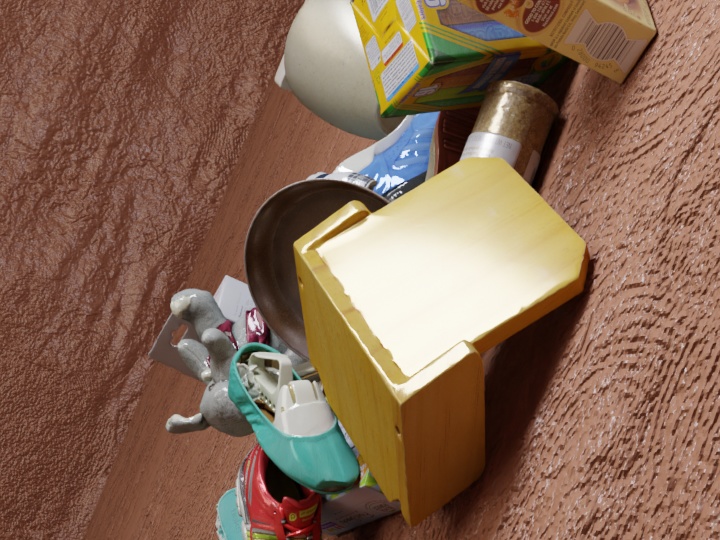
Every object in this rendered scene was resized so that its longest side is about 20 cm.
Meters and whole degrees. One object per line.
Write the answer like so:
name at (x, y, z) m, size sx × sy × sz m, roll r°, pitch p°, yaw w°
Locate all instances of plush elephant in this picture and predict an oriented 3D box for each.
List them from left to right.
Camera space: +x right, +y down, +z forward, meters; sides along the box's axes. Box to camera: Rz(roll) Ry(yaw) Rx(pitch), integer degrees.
plush elephant at (-0.122, 0.102, 1.332) m, size 0.155 × 0.163 × 0.202 m, roll -43°, pitch -61°, yaw -71°

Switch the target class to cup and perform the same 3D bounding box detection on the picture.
cup at (0.031, -0.229, 1.497) m, size 0.201 × 0.199 × 0.143 m, roll -60°, pitch 43°, yaw 22°

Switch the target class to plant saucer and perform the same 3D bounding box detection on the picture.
plant saucer at (-0.016, 0.004, 1.231) m, size 0.201 × 0.199 × 0.032 m, roll -58°, pitch -6°, yaw 32°

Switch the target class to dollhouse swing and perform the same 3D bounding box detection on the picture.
dollhouse swing at (0.067, 0.044, 0.999) m, size 0.200 × 0.174 × 0.183 m, roll -128°, pitch 24°, yaw -47°

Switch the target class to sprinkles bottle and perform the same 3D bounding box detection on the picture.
sprinkles bottle at (0.105, -0.058, 1.101) m, size 0.202 × 0.068 × 0.068 m, roll -69°, pitch 13°, yaw -12°

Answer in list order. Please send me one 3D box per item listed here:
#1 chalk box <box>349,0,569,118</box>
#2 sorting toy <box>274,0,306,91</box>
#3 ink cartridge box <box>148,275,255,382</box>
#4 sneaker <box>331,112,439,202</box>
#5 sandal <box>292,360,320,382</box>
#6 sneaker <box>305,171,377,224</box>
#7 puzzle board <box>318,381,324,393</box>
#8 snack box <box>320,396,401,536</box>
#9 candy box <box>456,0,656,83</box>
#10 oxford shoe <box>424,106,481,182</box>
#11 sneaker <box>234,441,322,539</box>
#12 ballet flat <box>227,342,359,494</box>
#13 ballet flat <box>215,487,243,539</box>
chalk box at (0.112, -0.224, 1.172) m, size 0.124 × 0.198 × 0.125 m, roll 137°, pitch 120°, yaw -64°
sorting toy at (0.024, -0.289, 1.599) m, size 0.070 × 0.198 × 0.200 m, roll 51°, pitch 126°, yaw 42°
ink cartridge box at (-0.129, 0.084, 1.492) m, size 0.115 × 0.198 × 0.068 m, roll -54°, pitch 17°, yaw 39°
sneaker at (0.073, -0.106, 1.329) m, size 0.199 × 0.111 × 0.077 m, roll -37°, pitch -28°, yaw -22°
sandal at (0.006, 0.047, 1.181) m, size 0.199 × 0.054 × 0.080 m, roll -34°, pitch -6°, yaw 26°
sneaker at (0.000, 0.000, 1.274) m, size 0.080 × 0.202 × 0.076 m, roll 2°, pitch 29°, yaw 36°
puzzle board at (-0.060, 0.192, 1.347) m, size 0.201 × 0.017 × 0.152 m, roll 107°, pitch 178°, yaw -59°
snack box at (0.007, 0.151, 1.162) m, size 0.200 × 0.053 × 0.143 m, roll 139°, pitch 150°, yaw -62°
candy box at (0.129, -0.233, 1.021) m, size 0.056 × 0.198 × 0.116 m, roll -57°, pitch 16°, yaw 31°
oxford shoe at (0.087, -0.096, 1.237) m, size 0.074 × 0.070 × 0.202 m, roll 130°, pitch 160°, yaw -57°
sneaker at (-0.061, 0.229, 1.109) m, size 0.085 × 0.076 × 0.201 m, roll -61°, pitch 41°, yaw 45°
ballet flat at (-0.064, 0.116, 1.111) m, size 0.200 × 0.067 × 0.071 m, roll 37°, pitch 133°, yaw 54°
ballet flat at (-0.093, 0.301, 1.264) m, size 0.072 × 0.071 × 0.201 m, roll -55°, pitch 36°, yaw 39°
